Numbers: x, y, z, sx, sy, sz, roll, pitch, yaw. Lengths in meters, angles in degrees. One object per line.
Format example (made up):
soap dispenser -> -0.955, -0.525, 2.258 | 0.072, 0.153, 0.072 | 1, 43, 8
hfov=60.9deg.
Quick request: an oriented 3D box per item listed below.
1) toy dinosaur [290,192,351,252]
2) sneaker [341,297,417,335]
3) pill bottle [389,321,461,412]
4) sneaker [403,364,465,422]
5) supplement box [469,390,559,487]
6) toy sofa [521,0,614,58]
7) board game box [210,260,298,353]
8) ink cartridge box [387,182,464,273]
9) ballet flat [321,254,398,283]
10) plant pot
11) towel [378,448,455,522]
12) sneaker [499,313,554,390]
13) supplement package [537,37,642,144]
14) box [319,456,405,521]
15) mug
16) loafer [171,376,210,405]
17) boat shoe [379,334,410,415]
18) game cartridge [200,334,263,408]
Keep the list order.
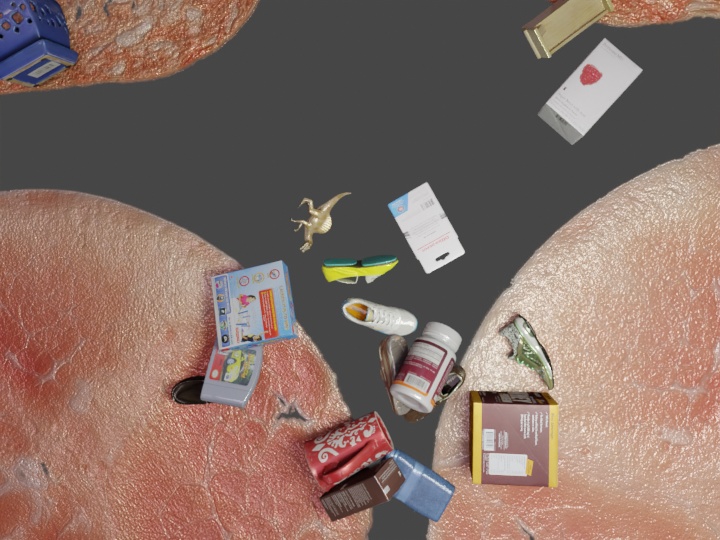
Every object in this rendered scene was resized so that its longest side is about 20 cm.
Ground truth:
toy dinosaur -> -0.114, -0.147, 1.589 | 0.101, 0.058, 0.200 | 34, 103, -10
sneaker -> 0.046, 0.121, 1.556 | 0.199, 0.081, 0.077 | 13, 91, 4
pill bottle -> 0.164, 0.234, 1.500 | 0.114, 0.114, 0.200 | 29, 68, 5
sneaker -> 0.182, 0.312, 1.548 | 0.200, 0.076, 0.070 | -45, 87, 5
supplement box -> 0.371, 0.406, 1.501 | 0.199, 0.133, 0.198 | 1, 91, 6
toy sofa -> 0.502, -0.612, 1.498 | 0.200, 0.098, 0.083 | -36, 112, 6
board game box -> -0.273, 0.094, 1.574 | 0.195, 0.056, 0.201 | -12, 72, 6
ink cartridge box -> 0.166, -0.105, 1.544 | 0.115, 0.067, 0.201 | -29, 88, 6
ballet flat -> 0.000, 0.000, 1.574 | 0.199, 0.067, 0.067 | -3, 112, 9
plant pot -> -0.870, -0.594, 1.585 | 0.199, 0.200, 0.180 | -26, 96, 6
towel -> 0.135, 0.546, 1.572 | 0.200, 0.049, 0.112 | 32, 96, 6
sneaker -> 0.415, 0.212, 1.532 | 0.088, 0.077, 0.201 | -30, 83, 19
supplement package -> 0.544, -0.425, 1.469 | 0.121, 0.120, 0.200 | 42, 95, 5
box -> 0.003, 0.545, 1.523 | 0.200, 0.100, 0.075 | -32, 86, 31
mug -> -0.021, 0.462, 1.534 | 0.199, 0.178, 0.134 | -28, 125, 2
loafer -> -0.409, 0.316, 1.614 | 0.199, 0.071, 0.073 | -9, 90, 6
boat shoe -> 0.089, 0.265, 1.563 | 0.075, 0.072, 0.201 | 0, 83, -35
game cartridge -> -0.324, 0.247, 1.585 | 0.132, 0.041, 0.201 | 10, 69, 2
